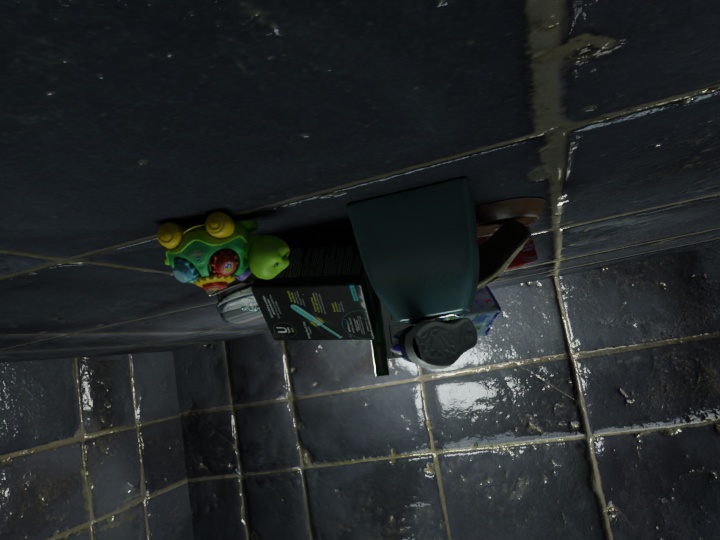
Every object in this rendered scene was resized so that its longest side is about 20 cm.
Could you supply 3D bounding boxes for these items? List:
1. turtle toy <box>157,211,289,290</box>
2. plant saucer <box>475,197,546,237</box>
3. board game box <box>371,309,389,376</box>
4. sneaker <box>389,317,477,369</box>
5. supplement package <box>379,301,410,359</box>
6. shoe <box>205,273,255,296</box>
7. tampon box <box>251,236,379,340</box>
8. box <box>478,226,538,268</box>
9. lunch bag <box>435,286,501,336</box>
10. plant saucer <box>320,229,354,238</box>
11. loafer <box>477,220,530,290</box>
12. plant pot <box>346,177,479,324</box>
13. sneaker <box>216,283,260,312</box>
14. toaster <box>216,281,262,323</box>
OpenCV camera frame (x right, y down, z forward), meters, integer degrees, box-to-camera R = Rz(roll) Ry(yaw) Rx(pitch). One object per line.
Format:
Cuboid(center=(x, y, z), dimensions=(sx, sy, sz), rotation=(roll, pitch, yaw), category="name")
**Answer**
Cuboid(center=(-0.208, -0.025, 0.890), dimensions=(0.199, 0.102, 0.146), rotation=(-10, 172, 6), category="turtle toy")
Cuboid(center=(0.275, -0.101, 1.165), dimensions=(0.199, 0.035, 0.200), rotation=(-10, 172, -2), category="plant saucer")
Cuboid(center=(0.033, 0.124, 1.245), dimensions=(0.029, 0.201, 0.135), rotation=(-8, 171, -1), category="board game box")
Cuboid(center=(0.095, 0.133, 0.982), dimensions=(0.146, 0.081, 0.200), rotation=(-22, 171, 38), category="sneaker")
Cuboid(center=(0.100, 0.105, 1.281), dimensions=(0.110, 0.157, 0.200), rotation=(-8, 177, 0), category="supplement package")
Cuboid(center=(-0.256, 0.012, 1.239), dimensions=(0.199, 0.054, 0.070), rotation=(-13, 171, 24), category="shoe")
Cuboid(center=(-0.075, 0.035, 1.070), dimensions=(0.199, 0.127, 0.150), rotation=(-2, 135, 12), category="tampon box")
Cuboid(center=(0.285, -0.039, 1.309), dimensions=(0.199, 0.096, 0.100), rotation=(-13, 175, -21), category="box")
Cuboid(center=(0.221, 0.064, 1.428), dimensions=(0.169, 0.200, 0.128), rotation=(-3, 134, -22), category="lunch bag")
Cuboid(center=(-0.057, -0.035, 1.221), dimensions=(0.199, 0.037, 0.200), rotation=(-13, 172, 22), category="plant saucer")
Cuboid(center=(0.240, -0.013, 1.084), dimensions=(0.200, 0.076, 0.068), rotation=(-35, 150, -17), category="loafer")
Cuboid(center=(0.108, -0.017, 0.970), dimensions=(0.195, 0.201, 0.196), rotation=(-12, 171, 13), category="plant pot")
Cuboid(center=(-0.201, 0.064, 1.219), dimensions=(0.199, 0.087, 0.078), rotation=(-17, -178, -11), category="sneaker")
Cuboid(center=(-0.235, 0.055, 1.354), dimensions=(0.129, 0.114, 0.200), rotation=(-16, 174, 21), category="toaster")
